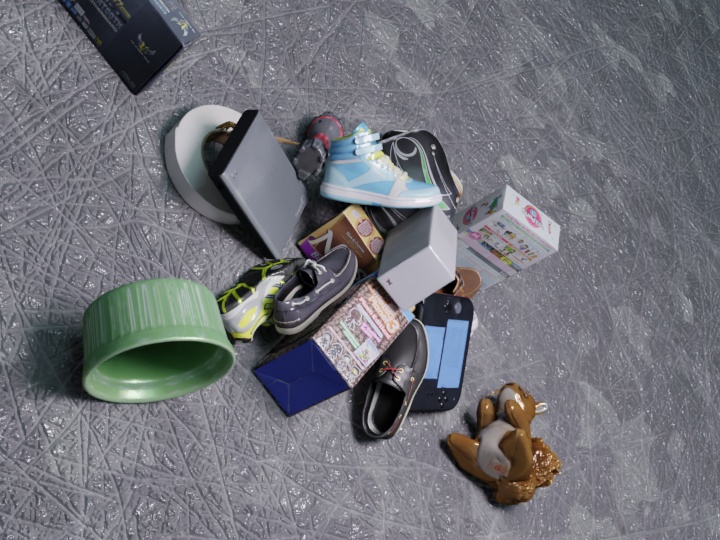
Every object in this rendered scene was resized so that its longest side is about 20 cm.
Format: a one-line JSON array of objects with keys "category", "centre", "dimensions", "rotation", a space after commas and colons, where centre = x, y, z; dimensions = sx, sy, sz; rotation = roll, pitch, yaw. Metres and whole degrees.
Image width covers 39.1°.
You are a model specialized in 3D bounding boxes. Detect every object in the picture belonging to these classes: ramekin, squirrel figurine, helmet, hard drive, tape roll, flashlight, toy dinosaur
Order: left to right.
[{"category": "ramekin", "centre": [-0.272, 0.092, 1.344], "dimensions": [0.200, 0.200, 0.098], "rotation": [8, 56, -39]}, {"category": "tape roll", "centre": [-0.221, -0.172, 1.639], "dimensions": [0.203, 0.037, 0.203], "rotation": [21, 57, -34]}, {"category": "toy dinosaur", "centre": [-0.184, -0.192, 1.629], "dimensions": [0.200, 0.060, 0.106], "rotation": [-56, 138, -40]}, {"category": "hard drive", "centre": [-0.155, -0.132, 1.595], "dimensions": [0.200, 0.033, 0.140], "rotation": [60, 45, -45]}, {"category": "flashlight", "centre": [-0.069, -0.218, 1.724], "dimensions": [0.200, 0.068, 0.068], "rotation": [-72, 140, -69]}, {"category": "helmet", "centre": [0.072, -0.135, 1.781], "dimensions": [0.200, 0.200, 0.191], "rotation": [-21, 93, -46]}, {"category": "squirrel figurine", "centre": [0.269, 0.302, 1.792], "dimensions": [0.200, 0.141, 0.187], "rotation": [62, 31, -18]}]

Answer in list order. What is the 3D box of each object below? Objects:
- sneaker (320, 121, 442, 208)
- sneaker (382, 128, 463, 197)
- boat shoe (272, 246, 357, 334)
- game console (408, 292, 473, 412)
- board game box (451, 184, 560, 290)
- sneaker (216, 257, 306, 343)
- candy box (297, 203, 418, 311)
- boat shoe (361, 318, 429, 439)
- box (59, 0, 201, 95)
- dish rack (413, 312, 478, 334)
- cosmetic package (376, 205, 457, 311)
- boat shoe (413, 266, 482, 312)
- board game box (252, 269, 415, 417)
[{"category": "sneaker", "centre": [0.038, -0.171, 1.640], "dimensions": [0.080, 0.200, 0.131], "rotation": [-71, 168, -79]}, {"category": "sneaker", "centre": [0.115, -0.182, 1.925], "dimensions": [0.200, 0.070, 0.090], "rotation": [41, 44, -21]}, {"category": "boat shoe", "centre": [-0.069, 0.016, 1.575], "dimensions": [0.200, 0.073, 0.063], "rotation": [-49, 138, -38]}, {"category": "game console", "centre": [0.133, 0.139, 1.719], "dimensions": [0.177, 0.031, 0.200], "rotation": [10, 89, -59]}, {"category": "board game box", "centre": [0.247, -0.057, 1.886], "dimensions": [0.147, 0.200, 0.064], "rotation": [34, 49, -25]}, {"category": "sneaker", "centre": [-0.150, 0.041, 1.580], "dimensions": [0.200, 0.075, 0.077], "rotation": [-39, 117, -44]}, {"category": "candy box", "centre": [0.000, 0.000, 1.688], "dimensions": [0.200, 0.117, 0.056], "rotation": [55, 36, -6]}, {"category": "boat shoe", "centre": [0.056, 0.174, 1.620], "dimensions": [0.063, 0.074, 0.202], "rotation": [9, 99, -70]}, {"category": "box", "centre": [-0.355, -0.389, 1.543], "dimensions": [0.200, 0.158, 0.051], "rotation": [52, 44, -9]}, {"category": "dish rack", "centre": [0.131, 0.068, 1.830], "dimensions": [0.200, 0.044, 0.172], "rotation": [-29, 89, -47]}, {"category": "cosmetic package", "centre": [0.094, -0.026, 1.614], "dimensions": [0.071, 0.101, 0.200], "rotation": [52, 20, -15]}, {"category": "boat shoe", "centre": [0.155, 0.028, 1.792], "dimensions": [0.200, 0.068, 0.072], "rotation": [-10, 75, -46]}, {"category": "board game box", "centre": [-0.040, 0.112, 1.566], "dimensions": [0.097, 0.159, 0.200], "rotation": [53, 43, -7]}]
